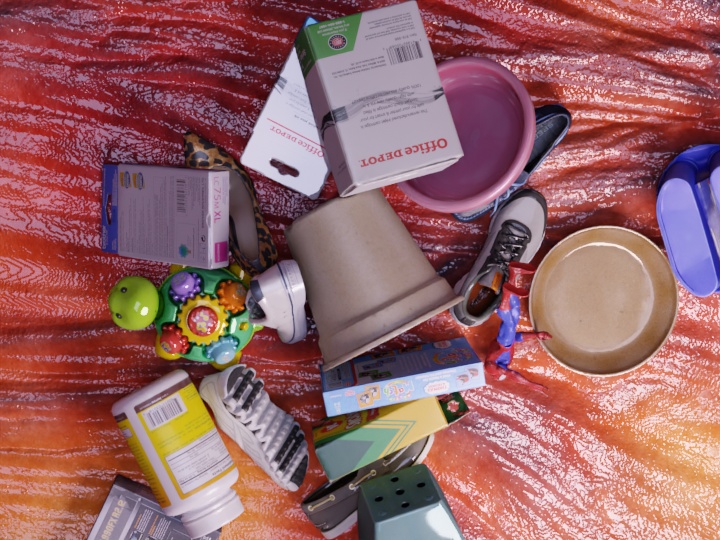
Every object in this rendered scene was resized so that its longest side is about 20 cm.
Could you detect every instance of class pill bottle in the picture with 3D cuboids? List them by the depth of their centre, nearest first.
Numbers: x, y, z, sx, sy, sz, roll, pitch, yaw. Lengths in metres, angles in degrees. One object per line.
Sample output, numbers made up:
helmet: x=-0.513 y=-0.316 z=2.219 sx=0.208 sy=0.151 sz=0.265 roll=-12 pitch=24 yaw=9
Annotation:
pill bottle: x=-0.228 y=0.236 z=1.701 sx=0.109 sy=0.109 sz=0.201 roll=-27 pitch=91 yaw=1

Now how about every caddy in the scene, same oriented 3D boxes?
caddy: x=0.460 y=-0.061 z=1.716 sx=0.141 sy=0.105 sz=0.201 roll=-14 pitch=100 yaw=21

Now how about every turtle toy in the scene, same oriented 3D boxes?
turtle toy: x=-0.221 y=0.052 z=1.690 sx=0.199 sy=0.101 sz=0.147 roll=11 pitch=97 yaw=-5

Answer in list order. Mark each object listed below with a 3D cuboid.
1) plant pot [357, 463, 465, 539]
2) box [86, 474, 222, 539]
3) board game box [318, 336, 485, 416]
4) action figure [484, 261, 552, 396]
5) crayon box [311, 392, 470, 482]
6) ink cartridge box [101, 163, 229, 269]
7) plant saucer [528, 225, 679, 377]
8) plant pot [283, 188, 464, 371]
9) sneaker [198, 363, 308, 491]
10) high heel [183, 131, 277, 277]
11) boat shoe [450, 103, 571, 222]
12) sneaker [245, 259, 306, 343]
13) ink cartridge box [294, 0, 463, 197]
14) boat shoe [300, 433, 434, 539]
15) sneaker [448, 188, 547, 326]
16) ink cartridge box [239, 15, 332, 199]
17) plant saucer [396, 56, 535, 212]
plant pot: x=0.071 y=0.361 z=1.698 sx=0.141 sy=0.141 sz=0.201 roll=-17 pitch=118 yaw=-5
box: x=-0.295 y=0.394 z=1.761 sx=0.158 sy=0.048 sz=0.201 roll=25 pitch=95 yaw=-6
board game box: x=0.049 y=0.132 z=1.693 sx=0.199 sy=0.151 sz=0.037 roll=-12 pitch=100 yaw=-1
action figure: x=0.212 y=0.084 z=1.697 sx=0.099 sy=0.065 sz=0.201 roll=18 pitch=140 yaw=7
crayon box: x=0.037 y=0.192 z=1.714 sx=0.199 sy=0.127 sz=0.051 roll=-25 pitch=99 yaw=-1
ink cartridge box: x=-0.246 y=-0.071 z=1.665 sx=0.199 sy=0.042 sz=0.120 roll=7 pitch=100 yaw=36
plant saucer: x=0.318 y=0.039 z=1.754 sx=0.199 sy=0.035 sz=0.201 roll=0 pitch=98 yaw=-3
plant pot: x=0.000 y=0.000 z=1.664 sx=0.200 sy=0.200 sz=0.184 roll=-28 pitch=88 yaw=1
sneaker: x=-0.137 y=0.206 z=1.739 sx=0.081 sy=0.075 sz=0.200 roll=-12 pitch=119 yaw=40
high heel: x=-0.164 y=-0.086 z=1.653 sx=0.071 sy=0.143 sz=0.201 roll=-31 pitch=99 yaw=1
boat shoe: x=0.186 y=-0.143 z=1.703 sx=0.084 sy=0.069 sz=0.200 roll=40 pitch=94 yaw=-8
sneaker: x=-0.109 y=0.042 z=1.656 sx=0.070 sy=0.200 sz=0.073 roll=-16 pitch=67 yaw=-8
ink cartridge box: x=0.020 y=-0.203 z=1.592 sx=0.146 sy=0.083 sz=0.201 roll=-15 pitch=85 yaw=-15
boat shoe: x=0.009 y=0.268 z=1.750 sx=0.202 sy=0.072 sz=0.060 roll=-42 pitch=103 yaw=7
sneaker: x=0.185 y=-0.012 z=1.718 sx=0.074 sy=0.079 sz=0.201 roll=28 pitch=94 yaw=-5
ink cartridge box: x=-0.062 y=-0.204 z=1.680 sx=0.116 sy=0.068 sz=0.201 roll=27 pitch=95 yaw=-7
plant saucer: x=0.129 y=-0.166 z=1.666 sx=0.200 sy=0.051 sz=0.202 roll=-7 pitch=74 yaw=26
